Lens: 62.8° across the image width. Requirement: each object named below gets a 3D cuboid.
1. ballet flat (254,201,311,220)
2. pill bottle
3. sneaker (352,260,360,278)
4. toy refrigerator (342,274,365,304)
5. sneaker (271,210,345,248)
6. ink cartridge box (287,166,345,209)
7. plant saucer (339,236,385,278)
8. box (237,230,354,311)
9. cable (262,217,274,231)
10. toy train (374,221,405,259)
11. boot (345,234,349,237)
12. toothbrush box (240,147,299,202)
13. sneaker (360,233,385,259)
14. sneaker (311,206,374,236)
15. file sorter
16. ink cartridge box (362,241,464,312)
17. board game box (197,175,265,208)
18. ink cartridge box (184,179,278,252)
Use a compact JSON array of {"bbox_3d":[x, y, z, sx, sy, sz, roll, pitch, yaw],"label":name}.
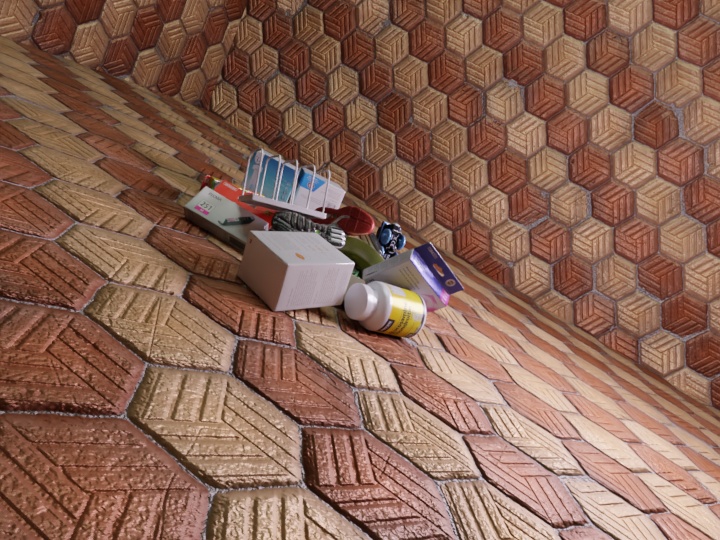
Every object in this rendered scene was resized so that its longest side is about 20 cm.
[{"bbox_3d":[-0.234,-0.157,1.664,0.193,0.075,0.072,-5,20,-12],"label":"ballet flat"},{"bbox_3d":[0.058,0.090,1.392,0.196,0.115,0.112,16,16,-42],"label":"pill bottle"},{"bbox_3d":[-0.026,0.023,1.531,0.196,0.091,0.077,28,12,2],"label":"sneaker"},{"bbox_3d":[-0.090,0.016,1.444,0.195,0.072,0.076,27,-6,-2],"label":"toy refrigerator"},{"bbox_3d":[-0.143,-0.076,1.473,0.194,0.078,0.115,17,-28,-22],"label":"sneaker"},{"bbox_3d":[-0.158,-0.197,1.869,0.144,0.205,0.145,22,10,-16],"label":"ink cartridge box"},{"bbox_3d":[0.000,0.000,1.578,0.196,0.203,0.031,30,57,21],"label":"plant saucer"},{"bbox_3d":[-0.138,-0.003,1.274,0.196,0.109,0.151,-2,30,-46],"label":"box"},{"bbox_3d":[-0.191,-0.103,1.597,0.195,0.052,0.097,22,11,-28],"label":"cable"},{"bbox_3d":[0.061,-0.049,1.778,0.085,0.206,0.113,18,4,-32],"label":"toy train"},{"bbox_3d":[-0.122,-0.094,1.707,0.196,0.070,0.189,32,-13,11],"label":"boot"},{"bbox_3d":[-0.282,-0.238,1.759,0.143,0.205,0.085,24,11,-7],"label":"toothbrush box"},{"bbox_3d":[0.011,-0.027,1.686,0.075,0.113,0.205,31,32,-61],"label":"sneaker"},{"bbox_3d":[-0.037,-0.126,1.696,0.194,0.081,0.116,16,-16,24],"label":"sneaker"},{"bbox_3d":[-0.187,-0.213,1.482,0.194,0.129,0.138,13,0,-26],"label":"file sorter"},{"bbox_3d":[0.134,0.036,1.480,0.197,0.196,0.044,47,35,-35],"label":"ink cartridge box"},{"bbox_3d":[-0.362,-0.191,1.638,0.197,0.098,0.030,15,16,-46],"label":"board game box"},{"bbox_3d":[-0.316,-0.152,1.495,0.196,0.044,0.175,29,51,7],"label":"ink cartridge box"}]
